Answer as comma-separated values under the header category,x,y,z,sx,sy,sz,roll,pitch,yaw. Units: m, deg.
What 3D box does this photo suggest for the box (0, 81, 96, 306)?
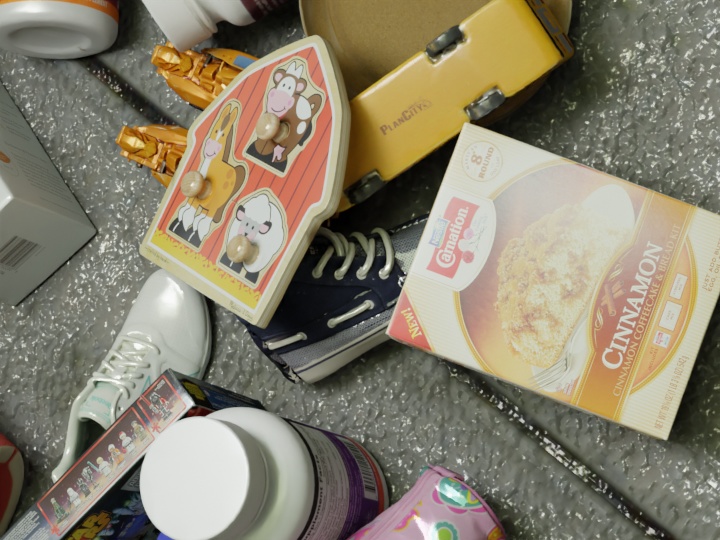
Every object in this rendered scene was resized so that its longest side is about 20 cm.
category,x,y,z,sx,sy,sz,roll,pitch,yaw
box,-0.320,-0.086,1.627,0.097,0.124,0.200,-40,65,12

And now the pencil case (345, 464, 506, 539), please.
category,x,y,z,sx,sy,sz,roll,pitch,yaw
pencil case,0.006,0.220,1.396,0.200,0.088,0.087,-39,63,-16

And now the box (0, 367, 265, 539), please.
category,x,y,z,sx,sy,sz,roll,pitch,yaw
box,-0.164,0.163,1.493,0.200,0.137,0.040,-45,62,10

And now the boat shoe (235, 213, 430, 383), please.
category,x,y,z,sx,sy,sz,roll,pitch,yaw
boat shoe,0.000,0.000,1.462,0.200,0.093,0.075,-35,40,15

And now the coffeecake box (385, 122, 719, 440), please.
category,x,y,z,sx,sy,sz,roll,pitch,yaw
coffeecake box,0.136,0.008,1.388,0.199,0.073,0.154,20,87,5

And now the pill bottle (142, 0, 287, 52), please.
category,x,y,z,sx,sy,sz,roll,pitch,yaw
pill bottle,-0.076,-0.257,1.541,0.199,0.114,0.114,-32,67,4

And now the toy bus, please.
category,x,y,z,sx,sy,sz,roll,pitch,yaw
toy bus,0.050,-0.121,1.457,0.200,0.078,0.065,-34,91,19

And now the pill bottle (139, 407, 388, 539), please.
category,x,y,z,sx,sy,sz,roll,pitch,yaw
pill bottle,-0.067,0.154,1.415,0.111,0.200,0.112,-6,76,24

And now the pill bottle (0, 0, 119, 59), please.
category,x,y,z,sx,sy,sz,roll,pitch,yaw
pill bottle,-0.245,-0.280,1.644,0.109,0.109,0.201,-5,77,24

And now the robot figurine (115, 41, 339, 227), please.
category,x,y,z,sx,sy,sz,roll,pitch,yaw
robot figurine,-0.083,-0.097,1.557,0.199,0.058,0.146,22,89,28

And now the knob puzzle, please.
category,x,y,z,sx,sy,sz,roll,pitch,yaw
knob puzzle,-0.078,-0.079,1.458,0.219,0.030,0.221,-26,52,39

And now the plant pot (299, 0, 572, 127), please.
category,x,y,z,sx,sy,sz,roll,pitch,yaw
plant pot,0.055,-0.199,1.490,0.199,0.027,0.201,3,109,10

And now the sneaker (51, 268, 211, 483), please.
category,x,y,z,sx,sy,sz,roll,pitch,yaw
sneaker,-0.171,0.091,1.546,0.070,0.080,0.201,15,84,28

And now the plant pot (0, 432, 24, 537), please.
category,x,y,z,sx,sy,sz,roll,pitch,yaw
plant pot,-0.369,0.155,1.570,0.177,0.200,0.201,28,91,18

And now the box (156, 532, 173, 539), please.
category,x,y,z,sx,sy,sz,roll,pitch,yaw
box,-0.155,0.288,1.464,0.119,0.041,0.201,34,116,46
